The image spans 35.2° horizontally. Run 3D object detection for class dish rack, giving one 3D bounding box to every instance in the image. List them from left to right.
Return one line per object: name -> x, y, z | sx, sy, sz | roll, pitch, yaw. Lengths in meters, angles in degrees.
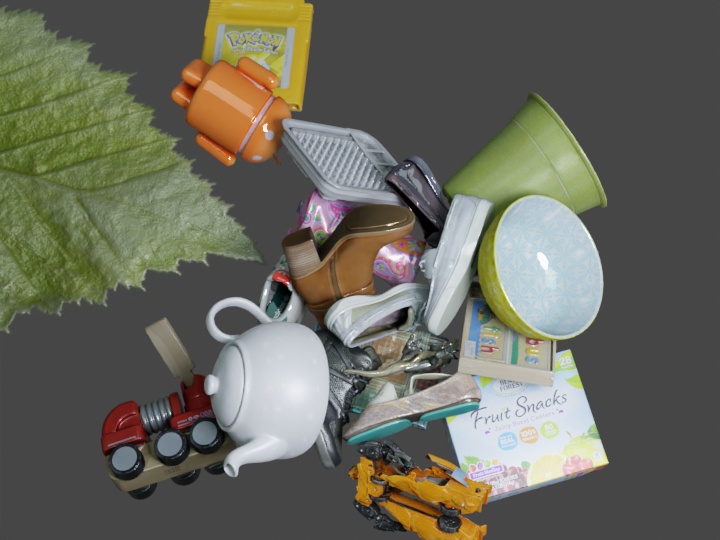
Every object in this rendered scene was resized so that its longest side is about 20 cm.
dish rack -> -0.021, -0.152, 1.690 | 0.044, 0.199, 0.172 | -56, 52, 27

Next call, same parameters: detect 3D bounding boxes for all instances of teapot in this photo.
teapot -> -0.140, 0.154, 1.526 | 0.145, 0.200, 0.199 | 9, 97, -26

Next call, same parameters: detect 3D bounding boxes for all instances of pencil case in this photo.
pencil case -> -0.003, -0.045, 1.665 | 0.199, 0.087, 0.088 | 25, 71, -6

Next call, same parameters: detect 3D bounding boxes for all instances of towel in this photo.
towel -> 0.016, 0.140, 1.650 | 0.198, 0.022, 0.148 | 14, 71, 7

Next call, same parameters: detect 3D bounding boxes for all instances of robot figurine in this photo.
robot figurine -> -0.189, -0.244, 1.744 | 0.199, 0.117, 0.145 | 32, 80, -5
robot figurine -> 0.075, 0.301, 1.532 | 0.199, 0.146, 0.058 | 19, 30, 25

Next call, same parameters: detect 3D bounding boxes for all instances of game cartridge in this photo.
game cartridge -> -0.171, -0.356, 1.845 | 0.174, 0.032, 0.202 | 3, 70, 4

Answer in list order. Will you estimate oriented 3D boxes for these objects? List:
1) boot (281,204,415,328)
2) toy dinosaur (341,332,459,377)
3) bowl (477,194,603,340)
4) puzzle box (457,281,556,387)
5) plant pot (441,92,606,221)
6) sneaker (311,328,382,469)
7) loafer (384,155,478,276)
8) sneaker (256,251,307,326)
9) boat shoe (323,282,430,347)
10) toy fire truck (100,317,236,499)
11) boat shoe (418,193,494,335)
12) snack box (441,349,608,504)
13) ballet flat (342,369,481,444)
boot -> 0.000, 0.000, 1.602 | 0.198, 0.156, 0.077 | -19, 31, 7
toy dinosaur -> 0.078, 0.120, 1.566 | 0.199, 0.088, 0.048 | -6, 69, -36
bowl -> 0.230, 0.007, 1.580 | 0.199, 0.107, 0.202 | 10, 70, -31
puzzle box -> 0.210, 0.086, 1.600 | 0.132, 0.026, 0.201 | 9, 33, 5
plant pot -> 0.227, -0.126, 1.670 | 0.189, 0.200, 0.201 | -33, 70, 2
sneaker -> -0.023, 0.173, 1.588 | 0.113, 0.076, 0.201 | -8, 64, 5
loafer -> 0.103, -0.068, 1.650 | 0.063, 0.072, 0.201 | -31, 91, -26
sneaker -> -0.096, 0.009, 1.666 | 0.070, 0.094, 0.201 | 22, 71, 10
boat shoe -> 0.042, 0.068, 1.611 | 0.201, 0.075, 0.065 | -6, 46, -40
toy fire truck -> -0.283, 0.191, 1.599 | 0.174, 0.129, 0.201 | -17, 57, -4
boat shoe -> 0.122, -0.012, 1.585 | 0.071, 0.070, 0.202 | 20, 83, 20
snack box -> 0.221, 0.220, 1.584 | 0.198, 0.068, 0.170 | -14, 72, -4
ballet flat -> 0.065, 0.181, 1.550 | 0.198, 0.068, 0.068 | -16, 68, 0
